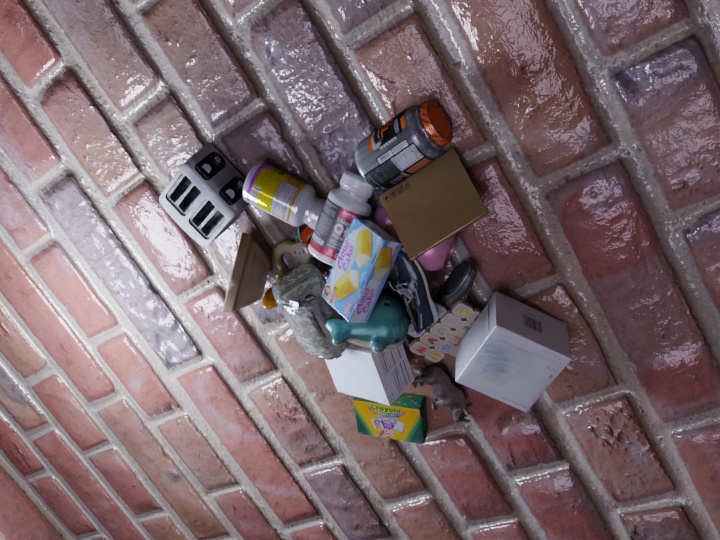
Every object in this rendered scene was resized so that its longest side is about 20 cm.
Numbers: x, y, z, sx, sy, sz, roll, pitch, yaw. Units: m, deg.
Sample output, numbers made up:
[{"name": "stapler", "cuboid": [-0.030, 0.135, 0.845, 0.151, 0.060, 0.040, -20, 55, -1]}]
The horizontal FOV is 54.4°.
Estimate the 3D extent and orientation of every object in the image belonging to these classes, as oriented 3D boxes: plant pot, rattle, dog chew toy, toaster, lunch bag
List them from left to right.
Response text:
[{"name": "toaster", "cuboid": [-0.387, -0.183, 1.753, 0.181, 0.119, 0.199, 46, 126, -7]}, {"name": "plant pot", "cuboid": [-0.286, 0.014, 1.793, 0.090, 0.203, 0.204, 15, 127, -11]}, {"name": "rattle", "cuboid": [-0.184, -0.022, 1.752, 0.131, 0.141, 0.201, 52, 137, 17]}, {"name": "lunch bag", "cuboid": [-0.113, 0.105, 1.715, 0.138, 0.168, 0.203, -32, 126, -10]}, {"name": "dog chew toy", "cuboid": [0.120, -0.087, 1.597, 0.197, 0.124, 0.127, 31, 127, 14]}]

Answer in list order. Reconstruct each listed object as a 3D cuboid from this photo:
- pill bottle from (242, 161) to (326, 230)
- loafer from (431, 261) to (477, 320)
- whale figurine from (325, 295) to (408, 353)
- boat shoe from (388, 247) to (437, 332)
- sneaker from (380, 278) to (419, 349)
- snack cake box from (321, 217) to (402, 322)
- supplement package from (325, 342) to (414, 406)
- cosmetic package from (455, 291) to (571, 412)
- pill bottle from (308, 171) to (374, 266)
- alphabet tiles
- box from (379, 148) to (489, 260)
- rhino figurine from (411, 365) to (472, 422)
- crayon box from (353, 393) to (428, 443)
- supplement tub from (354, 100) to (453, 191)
[{"name": "pill bottle", "cuboid": [-0.176, -0.173, 1.676, 0.196, 0.105, 0.106, 27, 126, 7]}, {"name": "loafer", "cuboid": [0.227, 0.055, 1.672, 0.062, 0.073, 0.201, 21, 135, -15]}, {"name": "whale figurine", "cuboid": [0.020, 0.119, 1.633, 0.195, 0.161, 0.106, -3, 131, -21]}, {"name": "boat shoe", "cuboid": [0.113, 0.046, 1.586, 0.074, 0.061, 0.204, 22, 139, 56]}, {"name": "sneaker", "cuboid": [0.088, 0.112, 1.765, 0.081, 0.073, 0.203, -16, 108, 49]}, {"name": "snack cake box", "cuboid": [0.000, 0.000, 1.573, 0.114, 0.066, 0.204, 36, 109, 40]}, {"name": "supplement package", "cuboid": [0.015, 0.233, 1.792, 0.197, 0.110, 0.159, 4, 123, 45]}, {"name": "cosmetic package", "cuboid": [0.350, 0.193, 1.633, 0.195, 0.124, 0.202, 23, 128, -8]}, {"name": "pill bottle", "cuboid": [-0.039, -0.119, 1.626, 0.109, 0.111, 0.204, 25, 105, 7]}, {"name": "alphabet tiles", "cuboid": [0.211, 0.151, 1.702, 0.193, 0.015, 0.200, 27, 126, -27]}, {"name": "box", "cuboid": [0.156, -0.141, 1.519, 0.197, 0.021, 0.166, -31, 73, 14]}, {"name": "rhino figurine", "cuboid": [0.225, 0.328, 1.827, 0.087, 0.060, 0.200, -37, 104, 24]}, {"name": "crayon box", "cuboid": [0.084, 0.398, 1.930, 0.195, 0.058, 0.122, 4, 120, 21]}, {"name": "supplement tub", "cuboid": [0.093, -0.267, 1.496, 0.198, 0.123, 0.124, -29, 105, 33]}]
